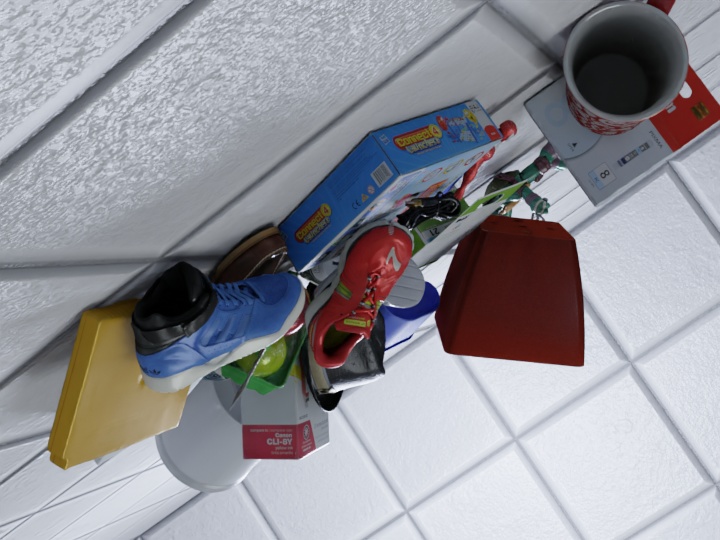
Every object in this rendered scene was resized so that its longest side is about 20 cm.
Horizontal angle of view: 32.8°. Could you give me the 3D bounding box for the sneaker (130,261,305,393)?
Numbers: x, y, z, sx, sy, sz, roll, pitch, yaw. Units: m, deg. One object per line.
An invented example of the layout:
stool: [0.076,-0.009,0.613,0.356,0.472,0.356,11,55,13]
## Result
sneaker: [-0.143,0.032,1.243,0.200,0.077,0.111,-29,135,-24]

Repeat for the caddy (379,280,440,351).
caddy: [0.024,0.046,1.814,0.105,0.141,0.200,-45,166,29]

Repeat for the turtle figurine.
turtle figurine: [0.245,-0.114,1.892,0.200,0.101,0.150,-49,-169,-12]

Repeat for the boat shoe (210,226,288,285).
boat shoe: [-0.134,0.027,1.374,0.070,0.070,0.200,-19,162,-42]

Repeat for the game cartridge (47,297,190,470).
game cartridge: [-0.239,0.107,1.288,0.200,0.032,0.177,-13,126,-60]

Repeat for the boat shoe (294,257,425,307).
boat shoe: [0.000,0.000,1.590,0.200,0.072,0.071,19,171,-42]

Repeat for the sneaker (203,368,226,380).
sneaker: [-0.170,0.113,1.756,0.086,0.078,0.200,-21,174,29]

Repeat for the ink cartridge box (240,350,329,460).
ink cartridge box: [-0.102,0.147,1.659,0.083,0.201,0.145,-2,-179,16]

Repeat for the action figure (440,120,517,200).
action figure: [0.109,-0.119,1.493,0.200,0.066,0.052,-38,127,23]

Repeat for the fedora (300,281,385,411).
fedora: [-0.015,0.094,1.633,0.091,0.201,0.201,-4,177,12]

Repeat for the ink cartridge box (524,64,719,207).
ink cartridge box: [0.334,-0.201,1.543,0.200,0.160,0.047,-36,172,10]

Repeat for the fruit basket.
fruit basket: [-0.106,0.051,1.457,0.200,0.094,0.186,112,1,-55]

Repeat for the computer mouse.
computer mouse: [0.027,-0.015,1.412,0.200,0.044,0.110,-43,169,29]

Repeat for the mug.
mug: [0.316,-0.234,1.420,0.177,0.134,0.200,-33,175,4]

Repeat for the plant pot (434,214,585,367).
plant pot: [0.222,0.019,1.777,0.199,0.177,0.200,5,-167,-3]

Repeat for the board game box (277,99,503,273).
board game box: [0.031,-0.095,1.361,0.196,0.056,0.200,-25,167,-48]

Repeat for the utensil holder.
utensil holder: [-0.198,0.223,1.875,0.170,0.170,0.200,-25,166,-46]

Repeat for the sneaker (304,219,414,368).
sneaker: [0.004,0.032,1.345,0.077,0.085,0.200,16,127,-20]

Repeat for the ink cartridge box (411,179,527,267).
ink cartridge box: [0.111,-0.080,1.668,0.200,0.076,0.148,-42,168,35]

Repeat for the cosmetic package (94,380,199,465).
cosmetic package: [-0.278,0.153,1.489,0.113,0.081,0.200,-31,170,-31]
